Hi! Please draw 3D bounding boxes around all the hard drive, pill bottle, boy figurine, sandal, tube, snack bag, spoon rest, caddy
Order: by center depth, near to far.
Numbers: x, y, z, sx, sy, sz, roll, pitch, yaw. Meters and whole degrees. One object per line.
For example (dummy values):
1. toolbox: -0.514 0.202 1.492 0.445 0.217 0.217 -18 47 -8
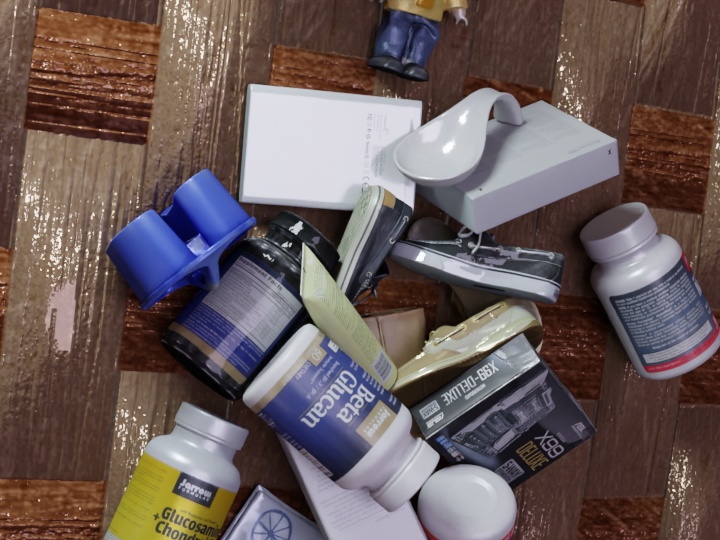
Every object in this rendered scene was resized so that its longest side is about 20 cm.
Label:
1. caddy: -0.183 -0.022 1.617 0.141 0.200 0.105 -37 92 -14
2. pill bottle: -0.017 0.160 1.625 0.200 0.111 0.111 41 78 -4
3. pill bottle: -0.199 0.250 1.677 0.112 0.112 0.200 26 85 -24
4. tube: -0.022 0.060 1.678 0.052 0.058 0.200 -45 133 -13
5. pill bottle: -0.116 0.036 1.693 0.112 0.112 0.200 44 77 -22
6. hard drive: -0.033 -0.135 1.743 0.200 0.026 0.132 4 93 -15
7. spoon rest: 0.115 -0.154 1.744 0.200 0.099 0.061 -40 138 -41
8. boy figurine: 0.074 -0.318 1.771 0.124 0.064 0.200 18 91 -22
9. snack bag: -0.095 0.375 1.787 0.200 0.021 0.189 36 81 -23
10. pill bottle: 0.118 0.326 1.793 0.112 0.112 0.200 -20 138 -21
11. sandal: 0.138 0.019 1.836 0.078 0.070 0.212 -44 89 0
12. pill bottle: 0.354 0.023 1.901 0.120 0.120 0.200 -35 109 -17

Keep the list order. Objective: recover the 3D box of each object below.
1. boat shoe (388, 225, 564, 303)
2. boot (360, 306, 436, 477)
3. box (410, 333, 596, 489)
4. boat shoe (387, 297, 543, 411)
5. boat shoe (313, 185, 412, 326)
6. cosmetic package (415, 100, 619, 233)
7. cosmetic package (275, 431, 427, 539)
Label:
1. boat shoe: 0.135 -0.017 1.765 0.199 0.074 0.068 12 80 8
2. boot: 0.003 0.153 1.791 0.175 0.066 0.200 -10 96 -26
3. box: 0.170 0.176 1.798 0.158 0.050 0.200 -34 140 6
4. boat shoe: 0.110 0.096 1.769 0.200 0.066 0.074 -24 141 -7
5. boat shoe: 0.000 0.000 1.738 0.062 0.075 0.200 19 109 -18
6. cosmetic package: 0.174 -0.123 1.785 0.200 0.151 0.052 -22 121 -20
7. cosmetic package: -0.014 0.232 1.713 0.101 0.071 0.200 -24 89 -10
